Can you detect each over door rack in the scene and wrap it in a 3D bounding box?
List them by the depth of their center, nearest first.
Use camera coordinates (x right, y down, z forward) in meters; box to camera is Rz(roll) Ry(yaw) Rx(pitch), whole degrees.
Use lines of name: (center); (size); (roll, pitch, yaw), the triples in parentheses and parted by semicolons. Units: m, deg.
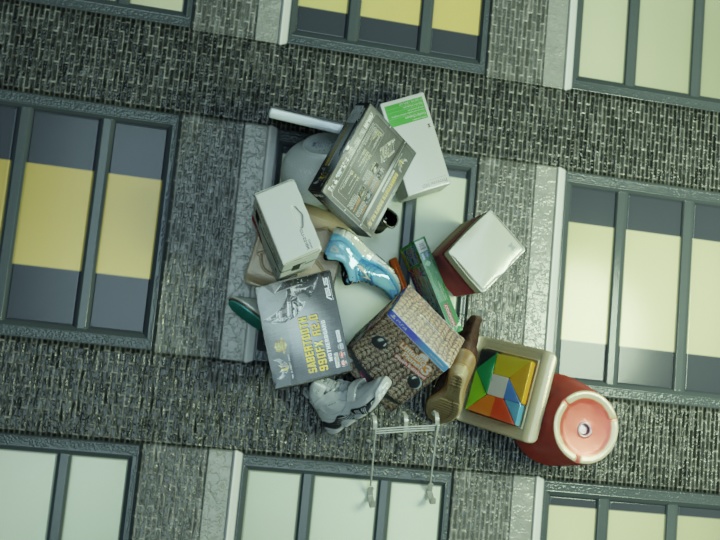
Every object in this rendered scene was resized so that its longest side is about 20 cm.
over door rack: (0.084, 0.382, 1.683); (0.144, 0.067, 0.205); (-1, 108, -9)

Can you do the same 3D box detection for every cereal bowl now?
cereal bowl: (-0.068, -0.219, 1.648); (0.195, 0.202, 0.085); (-10, 128, -9)

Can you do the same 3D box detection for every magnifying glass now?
magnifying glass: (0.104, 0.069, 1.722); (0.022, 0.080, 0.204); (-21, 78, -7)

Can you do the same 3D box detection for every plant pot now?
plant pot: (0.431, 0.317, 1.693); (0.195, 0.177, 0.206); (1, 86, -9)

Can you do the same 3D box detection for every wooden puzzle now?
wooden puzzle: (0.293, 0.240, 1.690); (0.037, 0.197, 0.189); (25, 79, -49)
wooden puzzle: (-0.130, -0.040, 1.706); (0.181, 0.046, 0.204); (18, 78, -7)

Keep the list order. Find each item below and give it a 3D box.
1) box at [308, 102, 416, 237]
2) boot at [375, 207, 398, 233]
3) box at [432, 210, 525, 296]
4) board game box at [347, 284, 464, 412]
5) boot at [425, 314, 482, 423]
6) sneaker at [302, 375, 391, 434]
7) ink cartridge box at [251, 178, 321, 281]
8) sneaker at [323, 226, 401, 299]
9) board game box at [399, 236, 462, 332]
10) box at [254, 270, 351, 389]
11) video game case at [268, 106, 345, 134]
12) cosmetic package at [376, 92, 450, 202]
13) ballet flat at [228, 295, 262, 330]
box: (0.007, -0.192, 1.567); (0.158, 0.048, 0.203); (39, 74, -39)
boot: (-0.011, -0.148, 1.687); (0.197, 0.131, 0.069); (31, 82, -5)
box: (0.230, -0.031, 1.679); (0.128, 0.200, 0.109); (-43, 93, -10)
board game box: (0.079, 0.160, 1.635); (0.159, 0.200, 0.097); (43, 39, -2)
boot: (0.203, 0.210, 1.707); (0.071, 0.202, 0.168); (23, 46, 4)
sneaker: (-0.033, 0.241, 1.632); (0.115, 0.199, 0.075); (48, 36, -3)
ink cartridge box: (-0.146, -0.073, 1.581); (0.082, 0.200, 0.147); (-22, 85, -13)
sneaker: (0.000, 0.000, 1.694); (0.199, 0.078, 0.091); (40, 84, -19)
board game box: (0.144, 0.037, 1.694); (0.029, 0.135, 0.204); (-22, 88, -12)
box: (-0.113, 0.117, 1.604); (0.155, 0.048, 0.205); (-12, 80, -4)
video game case: (-0.089, -0.303, 1.664); (0.195, 0.182, 0.024); (12, 101, -8)
cosmetic package: (0.108, -0.260, 1.740); (0.105, 0.085, 0.204); (-18, 87, -12)
ballet flat: (-0.182, 0.103, 1.679); (0.199, 0.069, 0.070); (39, 80, -7)
